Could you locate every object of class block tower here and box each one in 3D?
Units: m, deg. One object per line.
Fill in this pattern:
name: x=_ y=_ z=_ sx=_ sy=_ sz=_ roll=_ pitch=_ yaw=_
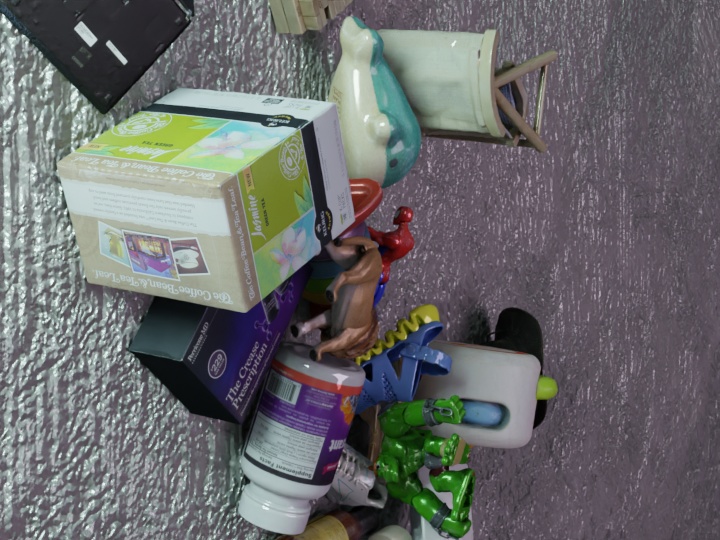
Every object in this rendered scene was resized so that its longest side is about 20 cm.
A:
block tower: x=-0.029 y=-0.342 z=1.547 sx=0.200 sy=0.053 sz=0.058 roll=-50 pitch=138 yaw=-40

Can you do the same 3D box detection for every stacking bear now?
stacking bear: x=-0.032 y=-0.007 z=1.577 sx=0.114 sy=0.120 sz=0.201 roll=-47 pitch=143 yaw=-34

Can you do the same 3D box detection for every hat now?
hat: x=0.207 y=0.148 z=1.992 sx=0.080 sy=0.200 sz=0.203 roll=-3 pitch=102 yaw=-17

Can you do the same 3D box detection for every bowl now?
bowl: x=0.108 y=0.333 z=1.798 sx=0.200 sy=0.074 sz=0.203 roll=93 pitch=-5 yaw=-75

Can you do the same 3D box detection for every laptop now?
laptop: x=-0.243 y=-0.286 z=1.250 sx=0.200 sy=0.103 sz=0.177 roll=-48 pitch=141 yaw=-5

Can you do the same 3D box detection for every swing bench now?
swing bench: x=0.114 y=-0.227 z=1.671 sx=0.199 sy=0.197 sz=0.132 roll=0 pitch=97 yaw=-58

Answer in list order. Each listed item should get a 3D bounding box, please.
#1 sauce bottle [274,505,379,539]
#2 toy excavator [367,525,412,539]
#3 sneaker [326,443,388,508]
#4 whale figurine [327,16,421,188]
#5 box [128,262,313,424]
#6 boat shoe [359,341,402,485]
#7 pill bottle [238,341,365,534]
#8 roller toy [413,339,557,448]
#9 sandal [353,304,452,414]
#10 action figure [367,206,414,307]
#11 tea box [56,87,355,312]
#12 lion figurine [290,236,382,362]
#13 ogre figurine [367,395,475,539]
sauce bottle: x=-0.042 y=0.339 z=1.677 sx=0.199 sy=0.065 sz=0.067 roll=-13 pitch=108 yaw=-55
toy excavator: x=0.039 y=0.459 z=1.758 sx=0.200 sy=0.195 sz=0.100 roll=-45 pitch=165 yaw=31
sneaker: x=-0.024 y=0.240 z=1.671 sx=0.200 sy=0.080 sz=0.071 roll=50 pitch=57 yaw=-49
whale figurine: x=0.019 y=-0.195 z=1.565 sx=0.103 sy=0.159 sz=0.202 roll=-11 pitch=117 yaw=-19
box: x=-0.144 y=0.040 z=1.429 sx=0.141 sy=0.078 sz=0.202 roll=52 pitch=53 yaw=-47
boat shoe: x=0.030 y=0.188 z=1.755 sx=0.074 sy=0.068 sz=0.203 roll=11 pitch=79 yaw=-74
pill bottle: x=-0.073 y=0.193 z=1.534 sx=0.111 sy=0.111 sz=0.202 roll=7 pitch=103 yaw=-59
roller toy: x=0.151 y=0.175 z=1.847 sx=0.181 sy=0.198 sz=0.142 roll=9 pitch=89 yaw=-48
sandal: x=0.038 y=0.132 z=1.679 sx=0.199 sy=0.087 sz=0.080 roll=-40 pitch=160 yaw=-3
action figure: x=0.000 y=0.000 z=1.680 sx=0.065 sy=0.099 sz=0.202 roll=5 pitch=115 yaw=-61
tea box: x=-0.144 y=-0.074 z=1.281 sx=0.197 sy=0.198 sz=0.135 roll=-43 pitch=133 yaw=-46
lion figurine: x=-0.011 y=0.028 z=1.484 sx=0.122 sy=0.072 sz=0.201 roll=-20 pitch=144 yaw=-39
ogre figurine: x=0.079 y=0.235 z=1.651 sx=0.099 sy=0.119 sz=0.201 roll=-56 pitch=143 yaw=-31
